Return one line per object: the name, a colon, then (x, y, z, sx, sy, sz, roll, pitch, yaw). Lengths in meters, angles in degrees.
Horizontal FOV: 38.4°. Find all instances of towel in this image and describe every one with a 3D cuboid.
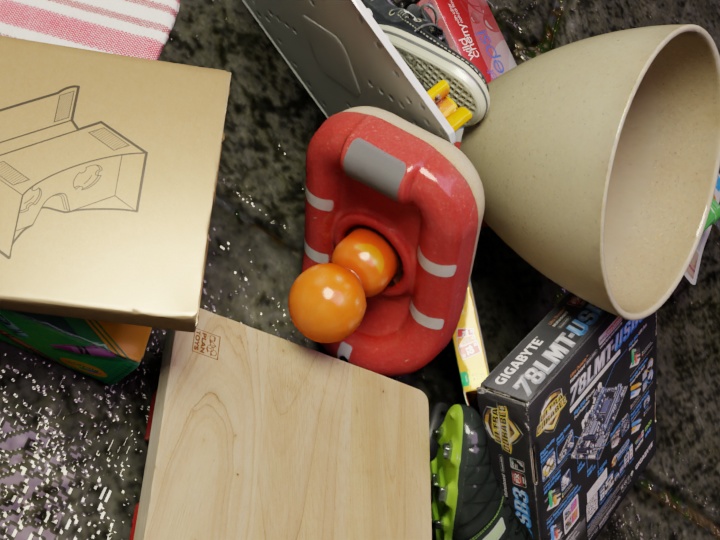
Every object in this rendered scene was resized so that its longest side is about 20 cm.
towel: (-0.203, -0.124, 0.641, 0.145, 0.030, 0.202, 15, 64, -2)

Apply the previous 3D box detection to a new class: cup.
cup: (0.157, -0.079, 0.745, 0.199, 0.142, 0.203, -23, 120, -47)

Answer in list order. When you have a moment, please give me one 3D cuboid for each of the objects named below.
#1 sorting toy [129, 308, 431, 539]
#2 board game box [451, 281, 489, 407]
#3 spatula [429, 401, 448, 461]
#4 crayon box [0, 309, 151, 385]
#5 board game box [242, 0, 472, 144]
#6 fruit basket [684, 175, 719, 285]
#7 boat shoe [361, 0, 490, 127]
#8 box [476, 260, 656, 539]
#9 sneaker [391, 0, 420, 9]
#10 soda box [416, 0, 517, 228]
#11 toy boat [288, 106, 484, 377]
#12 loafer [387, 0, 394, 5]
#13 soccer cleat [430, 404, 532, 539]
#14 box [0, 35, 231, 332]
sorting toy: (-0.053, 0.151, 0.663, 0.197, 0.070, 0.202, 22, 48, -25)
board game box: (0.076, 0.020, 0.814, 0.030, 0.096, 0.202, -9, 75, 6)
spatula: (0.036, 0.185, 0.759, 0.056, 0.020, 0.202, 41, 50, -31)
crayon box: (-0.176, -0.042, 0.673, 0.118, 0.058, 0.202, 26, 59, -23)
board game box: (-0.013, -0.163, 0.755, 0.026, 0.200, 0.201, -38, 96, -13)
fruit basket: (0.297, -0.108, 1.020, 0.186, 0.093, 0.200, 49, 48, -10)
boat shoe: (0.038, -0.164, 0.772, 0.062, 0.200, 0.075, -35, 127, -12)
box: (0.169, 0.118, 0.800, 0.200, 0.049, 0.200, -40, 131, -38)
sneaker: (0.019, -0.302, 0.871, 0.091, 0.066, 0.200, 65, 7, 23)
soda box: (0.105, -0.146, 0.911, 0.063, 0.070, 0.202, -23, 86, -37)
toy boat: (0.000, 0.000, 0.701, 0.130, 0.201, 0.131, 29, 51, 22)
loafer: (-0.025, -0.239, 0.854, 0.200, 0.070, 0.069, 36, 54, -19)
soccer cleat: (0.089, 0.188, 0.726, 0.080, 0.068, 0.203, -5, 103, -8)
box: (-0.180, -0.055, 0.585, 0.197, 0.021, 0.165, 8, 66, -8)
